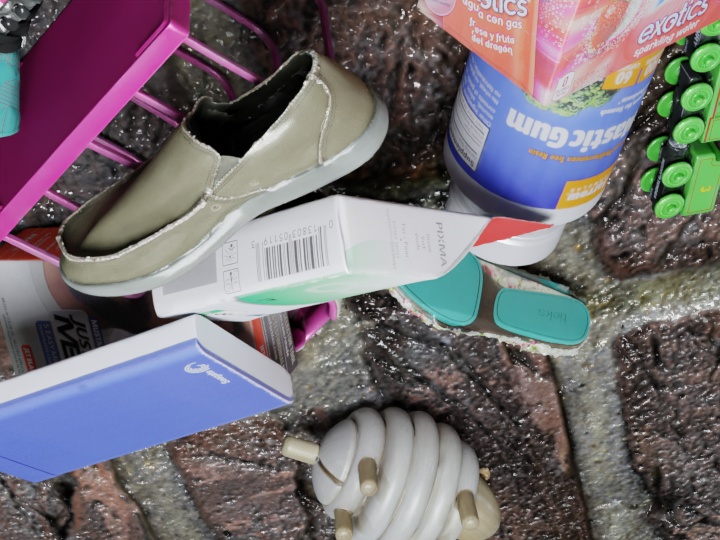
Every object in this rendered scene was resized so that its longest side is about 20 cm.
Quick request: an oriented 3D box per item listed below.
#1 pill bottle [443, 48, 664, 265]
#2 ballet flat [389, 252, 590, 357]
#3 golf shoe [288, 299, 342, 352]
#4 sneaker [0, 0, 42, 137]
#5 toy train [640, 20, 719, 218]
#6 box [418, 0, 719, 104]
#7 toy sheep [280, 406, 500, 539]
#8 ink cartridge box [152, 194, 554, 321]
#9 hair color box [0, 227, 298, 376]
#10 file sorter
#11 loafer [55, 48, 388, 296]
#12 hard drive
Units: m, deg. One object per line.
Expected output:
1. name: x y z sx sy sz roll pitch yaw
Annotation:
1. pill bottle: 0.115 -0.100 0.857 0.111 0.113 0.201 4 136 -10
2. ballet flat: 0.082 0.021 1.019 0.199 0.076 0.064 24 163 -21
3. golf shoe: -0.084 0.035 0.996 0.075 0.092 0.200 28 129 -33
4. sneaker: -0.203 -0.140 0.772 0.198 0.084 0.122 -9 105 14
5. toy train: 0.232 -0.113 0.908 0.056 0.042 0.201 -9 138 -10
6. box: 0.139 -0.181 0.705 0.199 0.095 0.103 -28 148 -36
7. toy sheep: 0.028 0.178 1.130 0.199 0.138 0.138 25 130 -14
8. ink cartridge box: 0.000 0.000 0.814 0.160 0.050 0.199 -14 165 42
9. hair color box: -0.152 0.030 0.940 0.198 0.064 0.112 -1 114 19
10. file sorter: -0.122 -0.098 0.817 0.125 0.140 0.200 28 128 -32
11. loafer: -0.084 -0.058 0.719 0.199 0.075 0.070 -30 133 7
12. hard drive: -0.159 0.086 0.857 0.199 0.026 0.132 -19 154 17
